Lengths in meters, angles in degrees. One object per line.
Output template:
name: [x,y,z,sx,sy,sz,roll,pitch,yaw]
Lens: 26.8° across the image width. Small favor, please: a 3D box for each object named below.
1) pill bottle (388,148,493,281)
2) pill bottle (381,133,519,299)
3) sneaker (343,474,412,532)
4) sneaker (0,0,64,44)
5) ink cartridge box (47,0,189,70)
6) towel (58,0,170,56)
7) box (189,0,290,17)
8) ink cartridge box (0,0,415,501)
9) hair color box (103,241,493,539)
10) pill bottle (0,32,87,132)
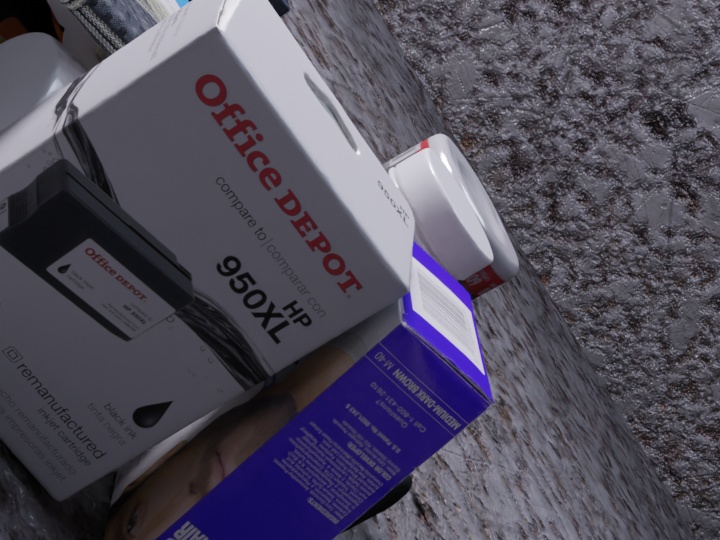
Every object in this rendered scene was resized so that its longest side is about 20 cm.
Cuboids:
pill bottle: [-0.022,0.008,0.953,0.111,0.199,0.111,56,12,-19]
pill bottle: [0.000,0.000,1.064,0.114,0.199,0.114,56,12,-19]
sneaker: [-0.040,0.099,0.834,0.108,0.067,0.201,63,-20,8]
sneaker: [-0.226,-0.174,0.800,0.201,0.070,0.090,60,29,-32]
ink cartridge box: [-0.145,-0.116,1.013,0.147,0.086,0.200,60,13,1]
towel: [-0.141,-0.147,0.796,0.193,0.035,0.200,46,7,-38]
box: [-0.167,-0.312,1.304,0.200,0.123,0.199,51,16,-37]
ink cartridge box: [-0.095,-0.013,0.673,0.145,0.199,0.084,53,17,-20]
hair color box: [-0.034,0.080,0.716,0.065,0.200,0.109,41,17,-18]
pill bottle: [-0.130,-0.026,0.794,0.200,0.112,0.113,50,16,-40]
